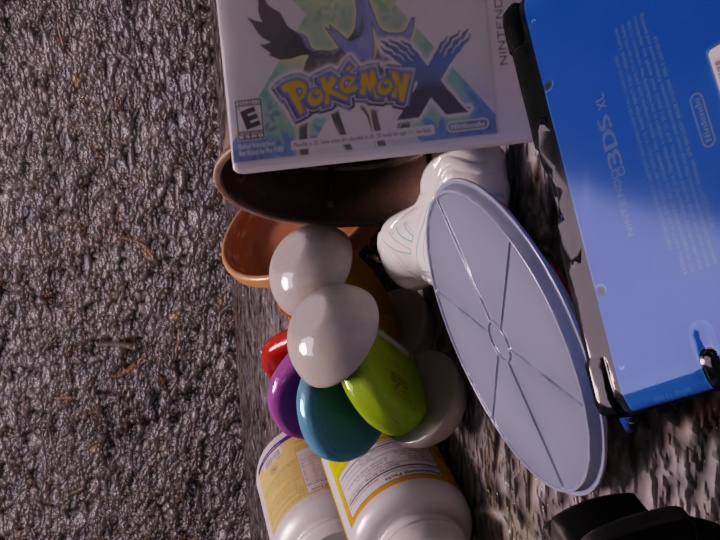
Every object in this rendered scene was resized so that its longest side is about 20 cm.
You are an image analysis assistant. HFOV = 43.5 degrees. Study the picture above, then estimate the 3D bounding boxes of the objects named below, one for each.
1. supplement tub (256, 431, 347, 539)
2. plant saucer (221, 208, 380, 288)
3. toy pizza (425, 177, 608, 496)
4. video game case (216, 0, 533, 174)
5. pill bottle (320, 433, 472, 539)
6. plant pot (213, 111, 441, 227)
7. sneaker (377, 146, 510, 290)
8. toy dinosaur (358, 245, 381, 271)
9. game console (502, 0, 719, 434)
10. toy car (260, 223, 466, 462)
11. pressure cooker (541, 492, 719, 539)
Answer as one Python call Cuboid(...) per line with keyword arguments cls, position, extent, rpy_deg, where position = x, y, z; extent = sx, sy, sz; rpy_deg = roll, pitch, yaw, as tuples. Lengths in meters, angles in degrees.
Cuboid(cls="supplement tub", position=(-0.042, 0.292, 1.080), extent=(0.200, 0.143, 0.148), rpy_deg=(-121, 29, -61))
Cuboid(cls="plant saucer", position=(-0.049, -0.052, 0.919), extent=(0.038, 0.199, 0.201), rpy_deg=(55, -176, -33))
Cuboid(cls="toy pizza", position=(0.096, 0.037, 0.546), extent=(0.200, 0.031, 0.203), rpy_deg=(158, 91, -78))
Cuboid(cls="video game case", position=(0.007, -0.164, 0.573), extent=(0.022, 0.196, 0.186), rpy_deg=(-16, -80, -85))
Cuboid(cls="pill bottle", position=(0.032, 0.201, 0.804), extent=(0.201, 0.107, 0.111), rpy_deg=(-119, 27, -60))
Cuboid(cls="plant pot", position=(-0.013, -0.162, 0.712), extent=(0.200, 0.197, 0.202), rpy_deg=(124, 147, -70))
Cuboid(cls="sneaker", position=(0.061, -0.015, 0.678), extent=(0.201, 0.069, 0.082), rpy_deg=(119, 140, -67))
Cuboid(cls="toy dinosaur", position=(0.000, 0.000, 0.955), extent=(0.201, 0.047, 0.089), rpy_deg=(58, 134, 43))
Cuboid(cls="game console", position=(0.144, -0.038, 0.425), extent=(0.170, 0.117, 0.203), rpy_deg=(-27, 67, 43))
Cuboid(cls="toy car", position=(-0.018, 0.075, 0.764), extent=(0.175, 0.150, 0.201), rpy_deg=(38, -162, -36))
Cuboid(cls="pressure cooker", position=(0.115, 0.192, 0.320), extent=(0.177, 0.177, 0.200), rpy_deg=(-55, 26, 13))
